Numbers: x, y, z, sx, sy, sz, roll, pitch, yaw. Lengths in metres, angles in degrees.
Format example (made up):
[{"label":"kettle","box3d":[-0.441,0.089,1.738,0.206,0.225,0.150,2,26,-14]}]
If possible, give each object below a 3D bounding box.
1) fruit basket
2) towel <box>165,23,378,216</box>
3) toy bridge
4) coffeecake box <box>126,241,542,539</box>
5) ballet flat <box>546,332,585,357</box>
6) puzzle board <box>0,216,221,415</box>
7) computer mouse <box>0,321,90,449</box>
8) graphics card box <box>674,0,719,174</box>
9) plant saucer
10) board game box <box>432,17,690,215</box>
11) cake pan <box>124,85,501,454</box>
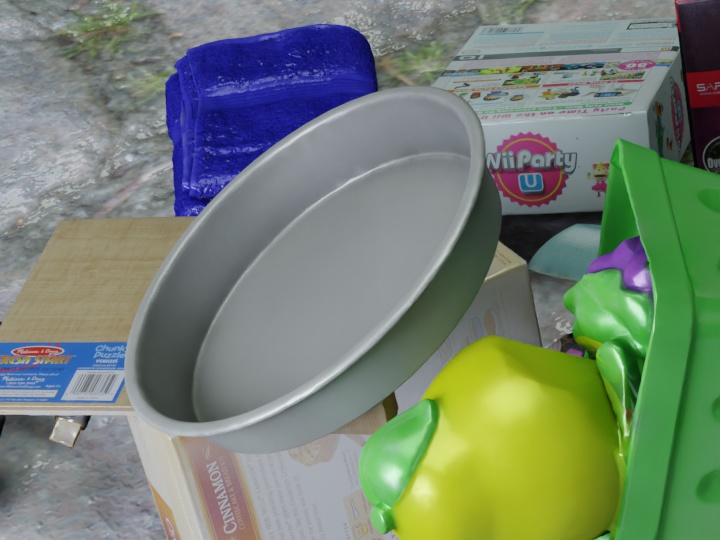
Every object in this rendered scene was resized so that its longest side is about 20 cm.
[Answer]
[{"label":"fruit basket","box3d":[0.097,0.062,1.004,0.215,0.216,0.156,-10,36,5]},{"label":"towel","box3d":[-0.057,-0.098,1.541,0.147,0.050,0.200,-13,35,2]},{"label":"toy bridge","box3d":[0.007,0.001,1.097,0.067,0.027,0.200,-1,38,20]},{"label":"coffeecake box","box3d":[-0.005,0.083,1.174,0.200,0.154,0.073,-26,36,-18]},{"label":"ballet flat","box3d":[0.160,0.048,1.200,0.071,0.069,0.200,-1,7,33]},{"label":"puzzle board","box3d":[-0.080,0.023,1.136,0.200,0.017,0.151,-1,37,19]},{"label":"computer mouse","box3d":[-0.211,0.109,1.282,0.140,0.046,0.200,-2,43,34]},{"label":"graphics card box","box3d":[0.244,-0.082,1.284,0.125,0.200,0.051,-6,35,9]},{"label":"plant saucer","box3d":[0.183,0.001,1.150,0.200,0.027,0.200,8,3,0]},{"label":"board game box","box3d":[0.124,-0.097,1.426,0.147,0.064,0.200,-1,21,18]},{"label":"cake pan","box3d":[-0.018,0.003,1.036,0.200,0.037,0.200,-31,31,21]}]
